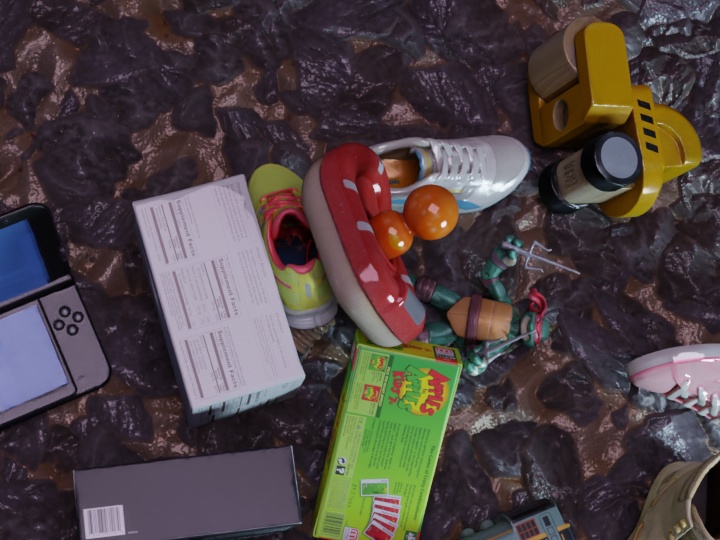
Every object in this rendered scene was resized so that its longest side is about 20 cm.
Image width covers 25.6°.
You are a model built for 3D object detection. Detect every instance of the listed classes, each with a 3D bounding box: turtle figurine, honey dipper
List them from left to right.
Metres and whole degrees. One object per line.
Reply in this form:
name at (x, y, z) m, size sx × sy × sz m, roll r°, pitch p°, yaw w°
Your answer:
honey dipper at (0.000, 0.000, 1.568) m, size 0.038 × 0.038 × 0.200 m, roll 44°, pitch 96°, yaw 3°
turtle figurine at (0.114, 0.047, 1.577) m, size 0.200 × 0.101 × 0.150 m, roll 4°, pitch 58°, yaw 10°

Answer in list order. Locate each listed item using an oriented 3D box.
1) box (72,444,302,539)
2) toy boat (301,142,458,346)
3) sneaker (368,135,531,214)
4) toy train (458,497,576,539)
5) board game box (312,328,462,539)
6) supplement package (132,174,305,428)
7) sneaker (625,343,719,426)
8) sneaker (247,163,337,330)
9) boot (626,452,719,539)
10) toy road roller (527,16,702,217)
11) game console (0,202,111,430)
box at (-0.163, 0.216, 1.476) m, size 0.200 × 0.141 × 0.079 m, roll -5°, pitch 76°, yaw -10°
toy boat at (0.030, -0.038, 1.473) m, size 0.131 × 0.131 × 0.200 m, roll -27°, pitch 53°, yaw 9°
sneaker at (0.082, -0.100, 1.614) m, size 0.200 × 0.081 × 0.077 m, roll -11°, pitch 78°, yaw -12°
toy train at (0.128, 0.300, 1.527) m, size 0.200 × 0.085 × 0.114 m, roll -19°, pitch 75°, yaw -20°
board game box at (0.024, 0.165, 1.517) m, size 0.101 × 0.048 × 0.200 m, roll 11°, pitch 105°, yaw -6°
supplement package at (-0.137, 0.033, 1.512) m, size 0.111 × 0.156 × 0.200 m, roll -15°, pitch 80°, yaw -9°
sneaker at (0.370, 0.132, 1.606) m, size 0.200 × 0.075 × 0.105 m, roll 1°, pitch 72°, yaw -12°
sneaker at (-0.067, -0.043, 1.549) m, size 0.078 × 0.090 × 0.200 m, roll -17°, pitch 51°, yaw -7°
boot at (0.307, 0.272, 1.525) m, size 0.073 × 0.155 × 0.200 m, roll 26°, pitch 75°, yaw -2°
toy road roller at (0.264, -0.153, 1.637) m, size 0.146 × 0.123 × 0.200 m, roll -3°, pitch 78°, yaw -24°
game console at (-0.355, 0.059, 1.494) m, size 0.200 × 0.119 × 0.173 m, roll -23°, pitch 81°, yaw -12°
